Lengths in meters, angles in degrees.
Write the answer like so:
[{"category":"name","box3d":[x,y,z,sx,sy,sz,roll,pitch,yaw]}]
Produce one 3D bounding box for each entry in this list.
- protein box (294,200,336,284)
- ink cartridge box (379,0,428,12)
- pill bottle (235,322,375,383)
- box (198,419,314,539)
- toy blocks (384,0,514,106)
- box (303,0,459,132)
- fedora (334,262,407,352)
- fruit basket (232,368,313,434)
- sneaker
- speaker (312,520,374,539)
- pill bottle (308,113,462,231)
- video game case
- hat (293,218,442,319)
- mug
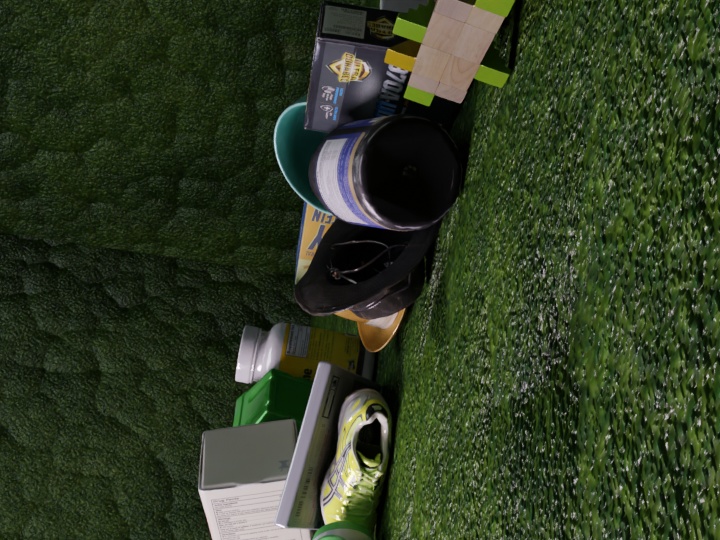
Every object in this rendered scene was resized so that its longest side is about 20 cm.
[{"category":"protein box","box3d":[-0.028,-0.089,1.559,0.199,0.134,0.201,-100,19,-73]},{"category":"ink cartridge box","box3d":[0.065,-0.337,1.098,0.146,0.085,0.200,90,-175,-47]},{"category":"pill bottle","box3d":[-0.083,0.141,1.416,0.112,0.199,0.113,-170,90,-87]},{"category":"box","box3d":[-0.132,0.310,1.239,0.109,0.127,0.200,-100,4,-56]},{"category":"toy blocks","box3d":[0.093,-0.234,0.766,0.200,0.100,0.137,115,174,-75]},{"category":"box","box3d":[0.026,-0.197,0.977,0.200,0.158,0.046,115,162,-71]},{"category":"fedora","box3d":[0.000,0.000,1.168,0.201,0.082,0.201,-171,90,-69]},{"category":"fruit basket","box3d":[-0.095,0.255,1.367,0.156,0.215,0.216,-90,10,-55]},{"category":"sneaker","box3d":[-0.005,0.243,1.117,0.076,0.075,0.201,-157,71,-79]},{"category":"speaker","box3d":[-0.021,0.374,1.018,0.200,0.088,0.089,-89,9,-55]},{"category":"pill bottle","box3d":[0.015,-0.101,0.968,0.200,0.112,0.112,-163,81,-70]},{"category":"video game case","box3d":[-0.036,0.226,1.187,0.182,0.022,0.201,36,-113,-64]},{"category":"hat","box3d":[0.028,-0.004,1.030,0.081,0.200,0.201,50,-159,-27]},{"category":"mug","box3d":[-0.002,-0.148,1.160,0.114,0.185,0.152,-43,-4,-42]}]
